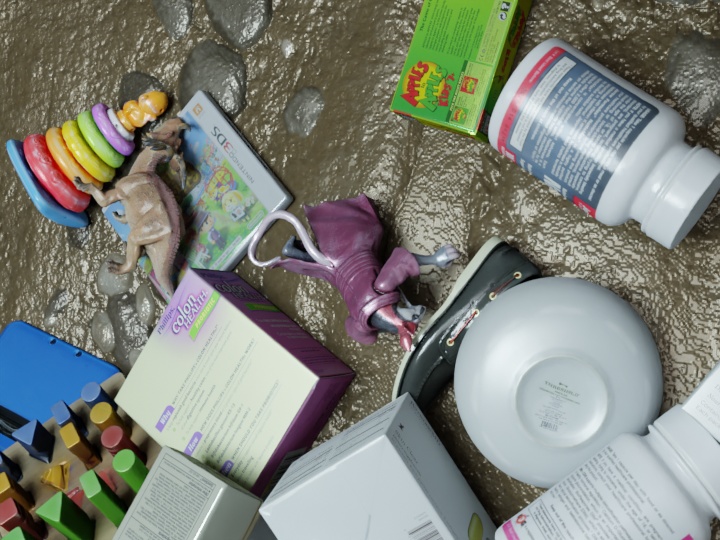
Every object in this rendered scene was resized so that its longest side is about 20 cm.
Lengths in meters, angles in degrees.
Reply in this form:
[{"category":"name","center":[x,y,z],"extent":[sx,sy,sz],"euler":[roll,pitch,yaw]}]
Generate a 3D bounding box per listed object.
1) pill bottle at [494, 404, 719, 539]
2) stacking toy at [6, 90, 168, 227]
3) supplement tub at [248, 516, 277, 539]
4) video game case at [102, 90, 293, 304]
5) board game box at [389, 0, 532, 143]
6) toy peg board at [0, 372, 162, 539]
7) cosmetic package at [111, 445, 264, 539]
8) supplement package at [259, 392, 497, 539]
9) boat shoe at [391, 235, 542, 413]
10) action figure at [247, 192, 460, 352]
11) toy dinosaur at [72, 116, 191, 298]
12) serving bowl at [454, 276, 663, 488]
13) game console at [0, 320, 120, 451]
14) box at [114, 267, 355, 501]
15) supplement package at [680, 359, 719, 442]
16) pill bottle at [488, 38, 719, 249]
[{"category":"pill bottle","center":[0.223,0.213,0.789],"extent":[0.199,0.113,0.114],"euler":[-39,73,5]},{"category":"stacking toy","center":[-0.315,-0.156,1.119],"extent":[0.199,0.116,0.111],"euler":[-36,72,6]},{"category":"supplement tub","center":[-0.170,0.347,0.989],"extent":[0.197,0.145,0.148],"euler":[-22,78,21]},{"category":"video game case","center":[-0.198,-0.078,1.094],"extent":[0.200,0.022,0.183],"euler":[-46,70,15]},{"category":"board game box","center":[0.111,-0.245,0.951],"extent":[0.100,0.047,0.204],"euler":[20,95,24]},{"category":"toy peg board","center":[-0.318,0.218,1.007],"extent":[0.198,0.099,0.200],"euler":[-34,55,-12]},{"category":"cosmetic package","center":[-0.189,0.287,0.892],"extent":[0.102,0.073,0.202],"euler":[19,76,39]},{"category":"supplement package","center":[0.030,0.254,0.894],"extent":[0.154,0.111,0.202],"euler":[-33,94,19]},{"category":"boat shoe","center":[0.103,0.066,0.921],"extent":[0.063,0.073,0.203],"euler":[39,98,29]},{"category":"action figure","center":[0.000,0.000,0.930],"extent":[0.135,0.147,0.201],"euler":[-60,42,23]},{"category":"toy dinosaur","center":[-0.234,-0.072,1.057],"extent":[0.133,0.086,0.203],"euler":[-23,83,14]},{"category":"serving bowl","center":[0.183,0.112,0.853],"extent":[0.196,0.066,0.205],"euler":[2,100,9]},{"category":"game console","center":[-0.403,0.190,1.173],"extent":[0.197,0.118,0.174],"euler":[21,126,24]},{"category":"box","center":[-0.139,0.128,1.015],"extent":[0.199,0.096,0.178],"euler":[36,101,21]},{"category":"supplement package","center":[0.388,0.083,0.749],"extent":[0.152,0.150,0.201],"euler":[42,103,21]},{"category":"pill bottle","center":[0.227,-0.113,0.851],"extent":[0.199,0.119,0.121],"euler":[39,102,22]}]
